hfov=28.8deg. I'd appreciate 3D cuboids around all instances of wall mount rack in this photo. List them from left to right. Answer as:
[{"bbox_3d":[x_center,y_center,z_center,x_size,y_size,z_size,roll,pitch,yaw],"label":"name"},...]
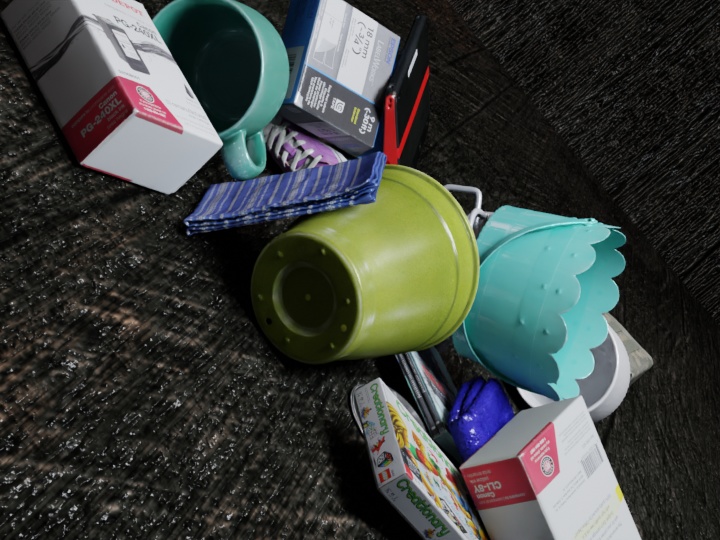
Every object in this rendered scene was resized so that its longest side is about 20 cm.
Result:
[{"bbox_3d":[0.119,0.003,1.616,0.200,0.074,0.176,33,65,-66],"label":"wall mount rack"}]

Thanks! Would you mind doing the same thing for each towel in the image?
[{"bbox_3d":[-0.072,-0.082,1.413,0.145,0.197,0.024,-75,154,-70],"label":"towel"},{"bbox_3d":[0.158,0.220,1.497,0.202,0.049,0.148,65,16,-9],"label":"towel"}]

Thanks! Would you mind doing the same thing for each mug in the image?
[{"bbox_3d":[-0.156,-0.201,1.527,0.150,0.188,0.114,13,7,16],"label":"mug"},{"bbox_3d":[0.296,0.111,1.907,0.175,0.146,0.203,30,60,-66],"label":"mug"}]

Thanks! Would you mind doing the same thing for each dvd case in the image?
[{"bbox_3d":[0.084,0.136,1.570,0.146,0.022,0.201,46,16,-47],"label":"dvd case"}]

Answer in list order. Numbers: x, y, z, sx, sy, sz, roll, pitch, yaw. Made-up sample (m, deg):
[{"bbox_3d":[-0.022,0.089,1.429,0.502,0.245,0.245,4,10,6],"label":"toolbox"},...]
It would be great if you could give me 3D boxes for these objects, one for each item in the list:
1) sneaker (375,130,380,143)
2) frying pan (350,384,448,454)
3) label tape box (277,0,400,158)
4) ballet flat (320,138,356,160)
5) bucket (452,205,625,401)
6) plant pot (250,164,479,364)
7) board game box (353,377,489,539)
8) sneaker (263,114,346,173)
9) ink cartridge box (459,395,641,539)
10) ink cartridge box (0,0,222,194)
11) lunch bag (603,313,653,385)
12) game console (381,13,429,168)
[{"bbox_3d":[-0.013,-0.193,1.745,0.199,0.076,0.088,22,32,-58],"label":"sneaker"},{"bbox_3d":[0.060,0.180,1.465,0.189,0.031,0.116,36,26,-32],"label":"frying pan"},{"bbox_3d":[-0.010,-0.225,1.670,0.199,0.063,0.146,24,74,-41],"label":"label tape box"},{"bbox_3d":[-0.045,-0.140,1.788,0.072,0.068,0.200,28,20,0],"label":"ballet flat"},{"bbox_3d":[0.196,0.032,1.548,0.133,0.210,0.207,18,7,22],"label":"bucket"},{"bbox_3d":[-0.008,0.007,1.411,0.201,0.200,0.192,53,30,9],"label":"plant pot"},{"bbox_3d":[0.065,0.209,1.345,0.200,0.034,0.127,51,14,-38],"label":"board game box"},{"bbox_3d":[-0.093,-0.150,1.679,0.114,0.073,0.201,27,18,-49],"label":"sneaker"},{"bbox_3d":[0.200,0.252,1.417,0.145,0.083,0.202,-31,99,-51],"label":"ink cartridge box"},{"bbox_3d":[-0.243,-0.187,1.369,0.145,0.083,0.201,16,39,-60],"label":"ink cartridge box"},{"bbox_3d":[0.326,0.104,2.091,0.200,0.118,0.164,48,18,14],"label":"lunch bag"},{"bbox_3d":[0.055,-0.199,1.761,0.201,0.031,0.179,-71,162,-48],"label":"game console"}]
